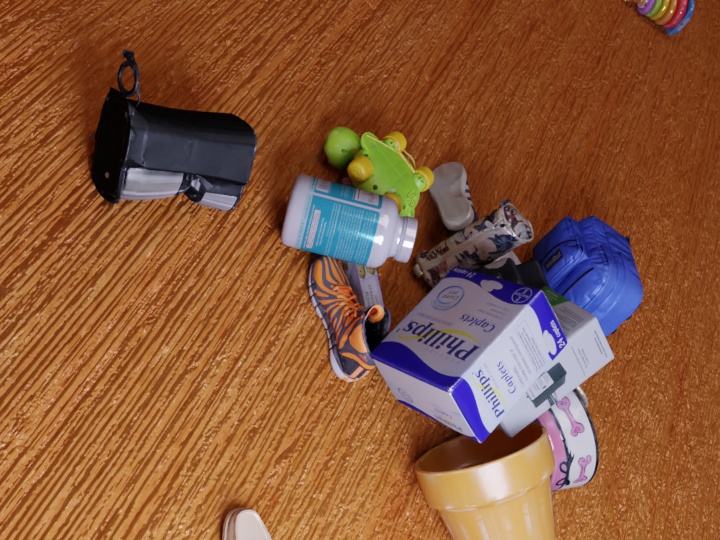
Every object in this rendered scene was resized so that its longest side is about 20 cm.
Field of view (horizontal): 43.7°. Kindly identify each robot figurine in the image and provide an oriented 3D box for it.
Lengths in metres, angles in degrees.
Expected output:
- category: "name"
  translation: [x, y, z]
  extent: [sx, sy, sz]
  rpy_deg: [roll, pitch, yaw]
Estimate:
- category: "robot figurine"
  translation: [0.208, 0.057, 1.451]
  extent: [0.125, 0.197, 0.152]
  rpy_deg: [-97, 165, -68]

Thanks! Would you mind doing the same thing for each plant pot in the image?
- category: "plant pot"
  translation: [0.196, 0.341, 1.289]
  extent: [0.199, 0.199, 0.186]
  rpy_deg: [-18, 91, -42]

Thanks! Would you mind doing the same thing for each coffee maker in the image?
- category: "coffee maker"
  translation: [-0.248, -0.178, 1.239]
  extent: [0.198, 0.193, 0.136]
  rpy_deg: [0, 48, -39]

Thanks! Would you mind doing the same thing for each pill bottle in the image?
- category: "pill bottle"
  translation: [-0.016, -0.070, 1.368]
  extent: [0.197, 0.111, 0.112]
  rpy_deg: [15, 53, -4]

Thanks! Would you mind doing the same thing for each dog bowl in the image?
- category: "dog bowl"
  translation: [0.276, 0.251, 1.395]
  extent: [0.073, 0.200, 0.202]
  rpy_deg: [-19, 76, -22]

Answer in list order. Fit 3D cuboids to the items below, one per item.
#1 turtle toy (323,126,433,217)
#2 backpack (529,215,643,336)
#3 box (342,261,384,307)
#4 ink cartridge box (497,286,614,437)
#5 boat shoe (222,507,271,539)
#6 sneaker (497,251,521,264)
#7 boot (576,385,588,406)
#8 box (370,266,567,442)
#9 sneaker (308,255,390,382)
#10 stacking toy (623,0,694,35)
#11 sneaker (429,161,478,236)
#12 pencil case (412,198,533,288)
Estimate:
- category: "turtle toy"
  translation: [0.020, -0.162, 1.495]
  extent: [0.201, 0.101, 0.146]
  rpy_deg: [51, 47, -1]
- category: "backpack"
  translation: [0.403, 0.018, 1.625]
  extent: [0.166, 0.163, 0.201]
  rpy_deg: [22, 35, -21]
- category: "box"
  translation: [0.000, 0.000, 1.428]
  extent: [0.041, 0.039, 0.203]
  rpy_deg: [5, 62, -32]
- category: "ink cartridge box"
  translation: [0.248, 0.131, 1.329]
  extent: [0.199, 0.147, 0.084]
  rpy_deg: [-35, 117, -6]
- category: "boat shoe"
  translation: [-0.113, 0.384, 1.095]
  extent: [0.073, 0.069, 0.202]
  rpy_deg: [-5, 68, -39]
- category: "sneaker"
  translation: [0.267, 0.024, 1.588]
  extent: [0.099, 0.075, 0.202]
  rpy_deg: [2, 59, -38]
- category: "boot"
  translation: [0.298, 0.170, 1.512]
  extent: [0.201, 0.107, 0.075]
  rpy_deg: [51, 49, 2]
- category: "box"
  translation: [0.150, 0.110, 1.260]
  extent: [0.200, 0.183, 0.106]
  rpy_deg: [-44, 122, -20]
- category: "sneaker"
  translation: [-0.009, 0.055, 1.338]
  extent: [0.077, 0.112, 0.203]
  rpy_deg: [-5, 68, -38]
- category: "stacking toy"
  translation: [0.793, -0.727, 2.434]
  extent: [0.197, 0.116, 0.111]
  rpy_deg: [11, 55, -19]
- category: "sneaker"
  translation: [0.169, -0.114, 1.608]
  extent: [0.201, 0.074, 0.085]
  rpy_deg: [-91, 160, -50]
- category: "pencil case"
  translation: [0.184, -0.038, 1.486]
  extent: [0.089, 0.199, 0.079]
  rpy_deg: [16, 50, -49]
